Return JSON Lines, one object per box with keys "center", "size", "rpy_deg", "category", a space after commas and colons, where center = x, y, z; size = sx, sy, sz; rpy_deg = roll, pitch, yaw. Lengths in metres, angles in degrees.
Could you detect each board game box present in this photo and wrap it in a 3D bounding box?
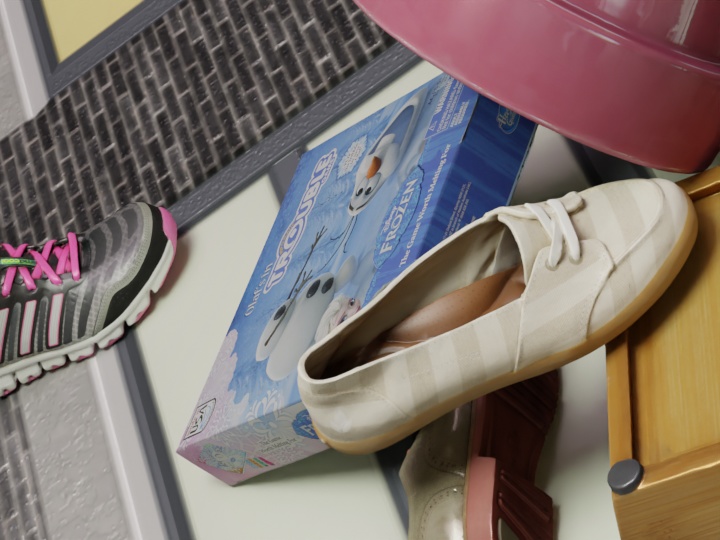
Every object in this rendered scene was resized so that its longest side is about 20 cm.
{"center": [0.000, 0.000, 1.197], "size": [0.199, 0.043, 0.201], "rpy_deg": [-27, 36, 55], "category": "board game box"}

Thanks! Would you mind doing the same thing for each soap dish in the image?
{"center": [0.181, 0.034, 1.032], "size": [0.157, 0.081, 0.201], "rpy_deg": [-21, 45, 25], "category": "soap dish"}

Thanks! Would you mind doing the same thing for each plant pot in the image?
{"center": [0.117, -0.170, 1.080], "size": [0.180, 0.199, 0.200], "rpy_deg": [-64, 35, 17], "category": "plant pot"}

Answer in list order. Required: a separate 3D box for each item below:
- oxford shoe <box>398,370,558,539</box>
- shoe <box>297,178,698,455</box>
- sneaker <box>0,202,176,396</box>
{"center": [0.049, 0.074, 1.119], "size": [0.075, 0.070, 0.201], "rpy_deg": [-21, 43, 30], "category": "oxford shoe"}
{"center": [0.060, 0.014, 1.031], "size": [0.199, 0.053, 0.070], "rpy_deg": [-31, 45, -1], "category": "shoe"}
{"center": [-0.203, 0.012, 1.378], "size": [0.199, 0.087, 0.074], "rpy_deg": [-30, 40, 16], "category": "sneaker"}
